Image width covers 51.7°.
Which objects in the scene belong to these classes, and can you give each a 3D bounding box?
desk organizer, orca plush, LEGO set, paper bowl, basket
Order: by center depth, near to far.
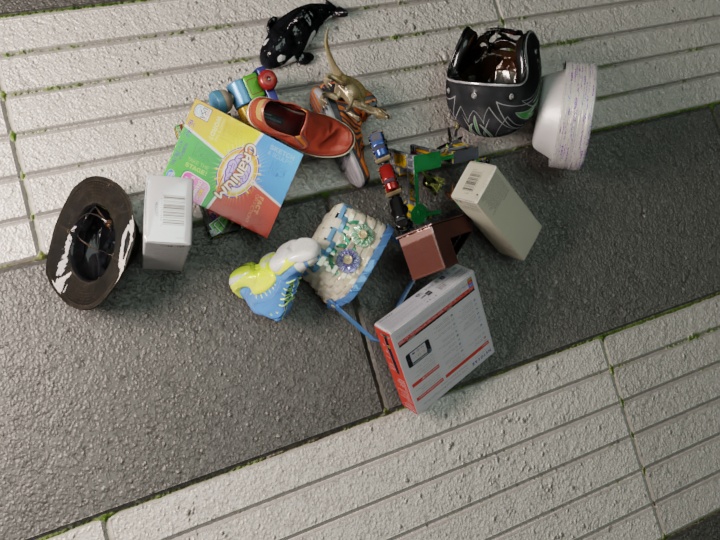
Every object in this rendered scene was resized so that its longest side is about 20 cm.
[{"bbox_3d":[0.000,0.000,1.272,0.198,0.138,0.179,36,69,-19],"label":"basket"},{"bbox_3d":[0.143,-0.045,1.311,0.199,0.070,0.079,-20,90,-62],"label":"desk organizer"},{"bbox_3d":[-0.102,-0.444,1.363,0.197,0.071,0.107,-29,89,-22],"label":"orca plush"},{"bbox_3d":[0.133,-0.174,1.391,0.196,0.115,0.158,-23,115,-21],"label":"LEGO set"},{"bbox_3d":[0.394,-0.302,1.448,0.101,0.201,0.206,9,74,11],"label":"paper bowl"}]

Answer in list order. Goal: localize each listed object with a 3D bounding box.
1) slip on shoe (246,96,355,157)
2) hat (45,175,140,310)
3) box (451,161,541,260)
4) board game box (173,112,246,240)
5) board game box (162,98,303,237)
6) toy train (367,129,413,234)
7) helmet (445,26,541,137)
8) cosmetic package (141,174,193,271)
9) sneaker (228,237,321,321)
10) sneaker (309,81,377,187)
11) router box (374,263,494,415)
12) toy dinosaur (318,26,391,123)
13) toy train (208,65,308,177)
[{"bbox_3d":[-0.094,-0.239,1.245,0.196,0.061,0.076,16,90,-27],"label":"slip on shoe"},{"bbox_3d":[-0.400,-0.038,1.162,0.080,0.196,0.207,15,73,-62],"label":"hat"},{"bbox_3d":[0.253,-0.108,1.369,0.200,0.068,0.083,43,75,-41],"label":"box"},{"bbox_3d":[-0.242,-0.164,1.283,0.103,0.023,0.205,-18,85,-24],"label":"board game box"},{"bbox_3d":[-0.213,-0.168,1.233,0.196,0.040,0.156,24,92,-14],"label":"board game box"},{"bbox_3d":[0.049,-0.159,1.290,0.033,0.046,0.205,-20,69,11],"label":"toy train"},{"bbox_3d":[0.250,-0.348,1.403,0.195,0.200,0.196,17,82,-15],"label":"helmet"},{"bbox_3d":[-0.300,-0.068,1.145,0.072,0.200,0.105,4,77,-18],"label":"cosmetic package"},{"bbox_3d":[-0.122,0.019,1.213,0.106,0.197,0.076,59,41,-17],"label":"sneaker"},{"bbox_3d":[-0.005,-0.260,1.357,0.110,0.077,0.204,-23,87,-21],"label":"sneaker"},{"bbox_3d":[0.134,0.120,1.299,0.198,0.048,0.183,-33,122,-23],"label":"router box"},{"bbox_3d":[-0.032,-0.328,1.322,0.201,0.058,0.101,52,46,2],"label":"toy dinosaur"},{"bbox_3d":[-0.175,-0.236,1.285,0.114,0.084,0.204,-26,98,-24],"label":"toy train"}]
